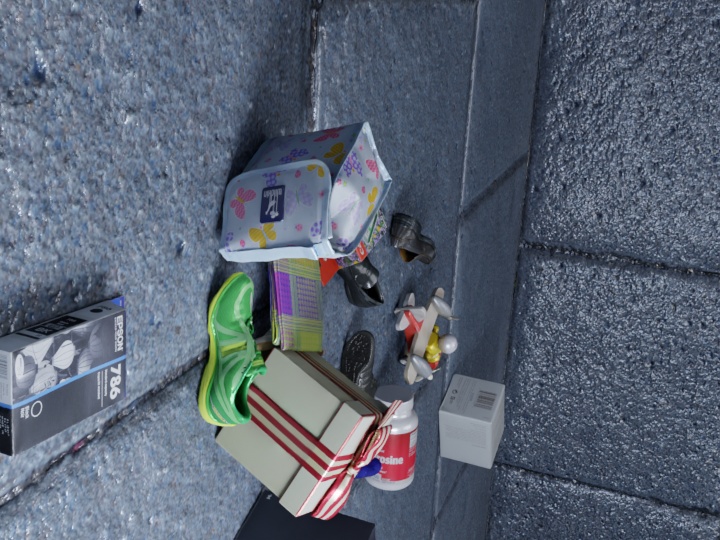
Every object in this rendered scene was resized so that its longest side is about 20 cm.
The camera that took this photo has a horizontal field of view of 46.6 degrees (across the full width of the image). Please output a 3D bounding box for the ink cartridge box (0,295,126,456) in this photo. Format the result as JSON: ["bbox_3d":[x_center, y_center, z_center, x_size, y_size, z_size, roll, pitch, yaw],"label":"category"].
[{"bbox_3d":[-0.277,0.094,0.809,0.200,0.039,0.101,-31,127,-66],"label":"ink cartridge box"}]

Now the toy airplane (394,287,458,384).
[{"bbox_3d":[0.150,0.145,1.883,0.199,0.139,0.204,-9,108,-69],"label":"toy airplane"}]

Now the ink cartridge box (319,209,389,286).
[{"bbox_3d":[-0.026,-0.069,1.359,0.110,0.050,0.200,63,31,-16],"label":"ink cartridge box"}]

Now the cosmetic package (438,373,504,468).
[{"bbox_3d":[0.337,0.454,2.519,0.168,0.164,0.202,-57,149,-47],"label":"cosmetic package"}]

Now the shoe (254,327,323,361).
[{"bbox_3d":[-0.121,0.114,1.249,0.054,0.070,0.200,58,14,18],"label":"shoe"}]

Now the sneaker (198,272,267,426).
[{"bbox_3d":[-0.156,0.103,1.086,0.074,0.082,0.204,-8,106,-69],"label":"sneaker"}]

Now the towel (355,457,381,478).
[{"bbox_3d":[-0.057,0.328,1.394,0.200,0.145,0.050,32,50,-69],"label":"towel"}]

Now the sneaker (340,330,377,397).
[{"bbox_3d":[-0.001,0.210,1.617,0.104,0.059,0.203,-2,106,-69],"label":"sneaker"}]

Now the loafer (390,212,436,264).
[{"bbox_3d":[0.106,-0.051,1.787,0.200,0.072,0.073,43,68,-56],"label":"loafer"}]

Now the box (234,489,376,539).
[{"bbox_3d":[-0.077,0.465,1.310,0.104,0.197,0.184,-57,149,-46],"label":"box"}]

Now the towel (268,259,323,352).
[{"bbox_3d":[-0.095,0.016,1.207,0.143,0.022,0.204,16,67,-66],"label":"towel"}]

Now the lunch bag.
[{"bbox_3d":[-0.074,-0.091,1.073,0.128,0.167,0.201,63,39,-35],"label":"lunch bag"}]

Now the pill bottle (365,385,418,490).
[{"bbox_3d":[0.066,0.355,1.789,0.112,0.111,0.203,-37,133,-62],"label":"pill bottle"}]

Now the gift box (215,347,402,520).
[{"bbox_3d":[-0.058,0.224,1.192,0.186,0.186,0.199,-57,159,9],"label":"gift box"}]

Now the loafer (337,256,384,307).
[{"bbox_3d":[0.000,0.000,1.494,0.202,0.069,0.069,70,34,-53],"label":"loafer"}]
